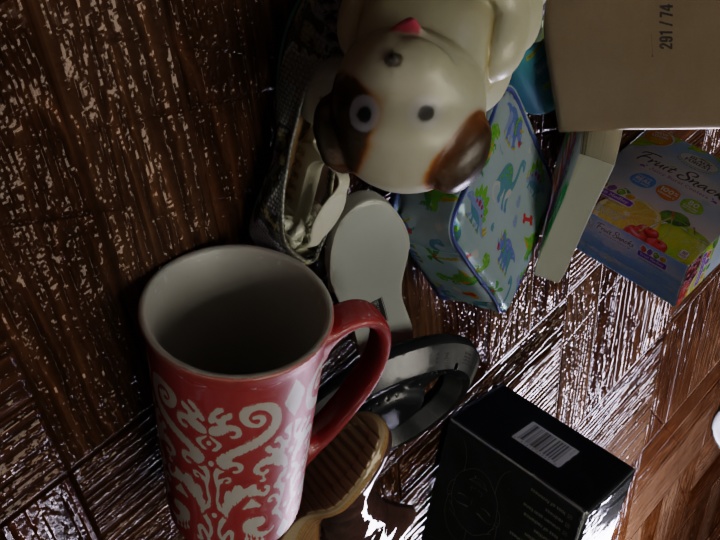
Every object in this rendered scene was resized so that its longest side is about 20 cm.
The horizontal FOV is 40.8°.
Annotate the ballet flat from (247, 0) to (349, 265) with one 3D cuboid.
[{"bbox_3d":[-0.029,-0.093,0.690,0.071,0.071,0.204,-13,125,-48],"label":"ballet flat"}]

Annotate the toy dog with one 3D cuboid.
[{"bbox_3d":[0.039,-0.136,0.634,0.202,0.137,0.196,-65,171,-46],"label":"toy dog"}]

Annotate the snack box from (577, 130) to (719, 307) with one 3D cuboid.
[{"bbox_3d":[0.353,-0.070,1.128,0.199,0.167,0.069,-35,144,-33],"label":"snack box"}]

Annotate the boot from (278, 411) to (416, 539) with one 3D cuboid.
[{"bbox_3d":[-0.002,0.208,0.874,0.165,0.073,0.201,16,119,-48],"label":"boot"}]

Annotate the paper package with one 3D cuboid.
[{"bbox_3d":[0.247,-0.225,0.802,0.104,0.187,0.203,-54,137,-43],"label":"paper package"}]

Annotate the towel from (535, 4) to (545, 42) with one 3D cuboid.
[{"bbox_3d":[0.086,-0.243,0.729,0.141,0.023,0.203,-19,133,-19],"label":"towel"}]

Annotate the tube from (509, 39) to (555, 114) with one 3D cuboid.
[{"bbox_3d":[0.133,-0.216,0.838,0.078,0.050,0.200,-62,144,-16],"label":"tube"}]

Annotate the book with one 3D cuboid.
[{"bbox_3d":[0.216,-0.099,0.947,0.201,0.047,0.135,-66,173,-53],"label":"book"}]

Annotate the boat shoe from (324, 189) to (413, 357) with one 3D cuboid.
[{"bbox_3d":[0.000,0.000,0.807,0.069,0.064,0.202,-22,141,-12],"label":"boat shoe"}]

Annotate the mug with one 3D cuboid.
[{"bbox_3d":[-0.071,0.106,0.708,0.135,0.173,0.203,-82,180,-52],"label":"mug"}]

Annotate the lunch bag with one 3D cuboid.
[{"bbox_3d":[0.104,-0.066,0.859,0.163,0.081,0.200,-67,150,-14],"label":"lunch bag"}]

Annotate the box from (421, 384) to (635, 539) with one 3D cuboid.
[{"bbox_3d":[0.194,0.284,1.161,0.123,0.198,0.200,-20,131,-44],"label":"box"}]

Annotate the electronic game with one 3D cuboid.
[{"bbox_3d":[0.021,0.122,0.892,0.197,0.042,0.201,-22,151,-12],"label":"electronic game"}]

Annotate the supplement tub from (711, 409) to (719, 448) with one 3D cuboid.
[{"bbox_3d":[0.891,0.378,2.240,0.199,0.122,0.124,24,96,-57],"label":"supplement tub"}]
